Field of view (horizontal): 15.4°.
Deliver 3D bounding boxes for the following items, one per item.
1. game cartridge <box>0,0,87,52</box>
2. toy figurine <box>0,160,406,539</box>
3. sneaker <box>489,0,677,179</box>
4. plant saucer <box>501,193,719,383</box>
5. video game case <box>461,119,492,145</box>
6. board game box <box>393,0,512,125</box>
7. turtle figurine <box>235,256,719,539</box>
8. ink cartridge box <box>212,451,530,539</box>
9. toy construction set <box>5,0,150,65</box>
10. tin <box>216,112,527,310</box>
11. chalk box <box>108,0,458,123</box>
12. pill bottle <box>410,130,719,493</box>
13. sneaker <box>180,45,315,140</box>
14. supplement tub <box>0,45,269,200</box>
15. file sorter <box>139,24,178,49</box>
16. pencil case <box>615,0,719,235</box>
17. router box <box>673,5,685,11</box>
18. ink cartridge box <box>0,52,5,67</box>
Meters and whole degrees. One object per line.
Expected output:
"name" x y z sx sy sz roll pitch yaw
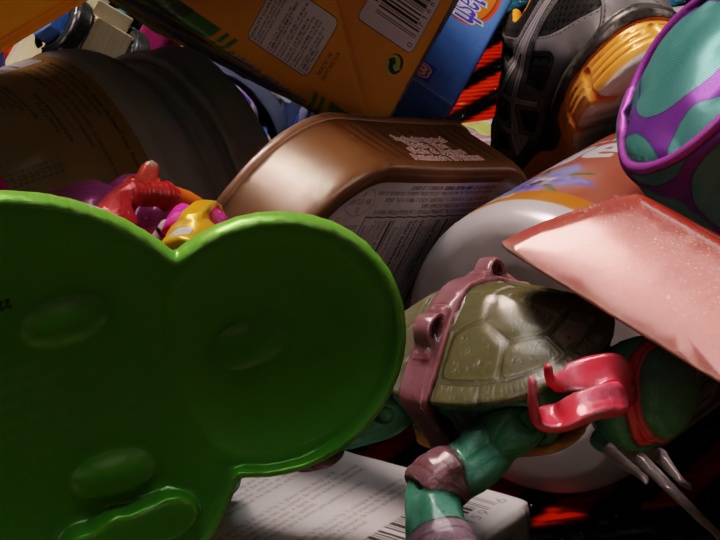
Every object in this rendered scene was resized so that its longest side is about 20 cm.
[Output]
"game cartridge" -0.158 -0.094 0.915 0.199 0.032 0.177 -30 24 24
"toy figurine" -0.102 0.005 0.835 0.199 0.151 0.184 -19 27 -6
"sneaker" 0.089 -0.077 1.128 0.078 0.078 0.200 -20 -16 -21
"plant saucer" 0.166 0.041 0.821 0.199 0.037 0.200 33 6 32
"video game case" 0.096 -0.037 1.269 0.181 0.022 0.200 -8 21 -15
"board game box" 0.009 -0.066 1.147 0.045 0.152 0.200 32 32 -2
"turtle figurine" 0.041 0.046 0.835 0.199 0.101 0.150 7 21 36
"ink cartridge box" -0.069 0.108 0.866 0.173 0.044 0.200 12 25 36
"toy construction set" -0.164 -0.084 1.190 0.092 0.201 0.131 10 11 -35
"tin" 0.000 0.000 0.995 0.042 0.112 0.200 37 19 22
"chalk box" -0.059 -0.154 1.026 0.124 0.125 0.200 32 -2 -44
"pill bottle" 0.114 0.001 1.034 0.112 0.113 0.200 11 24 32
"sneaker" -0.046 -0.084 1.184 0.080 0.200 0.146 37 -5 -11
"supplement tub" -0.139 -0.001 1.010 0.199 0.145 0.144 -20 26 -32
"file sorter" -0.150 -0.137 1.338 0.125 0.139 0.200 32 22 -3
"pencil case" 0.185 -0.016 0.955 0.092 0.200 0.085 -23 37 56
"router box" 0.221 -0.083 1.295 0.179 0.049 0.200 -11 24 -41
"ink cartridge box" -0.191 -0.055 1.095 0.093 0.201 0.044 -7 20 -10
